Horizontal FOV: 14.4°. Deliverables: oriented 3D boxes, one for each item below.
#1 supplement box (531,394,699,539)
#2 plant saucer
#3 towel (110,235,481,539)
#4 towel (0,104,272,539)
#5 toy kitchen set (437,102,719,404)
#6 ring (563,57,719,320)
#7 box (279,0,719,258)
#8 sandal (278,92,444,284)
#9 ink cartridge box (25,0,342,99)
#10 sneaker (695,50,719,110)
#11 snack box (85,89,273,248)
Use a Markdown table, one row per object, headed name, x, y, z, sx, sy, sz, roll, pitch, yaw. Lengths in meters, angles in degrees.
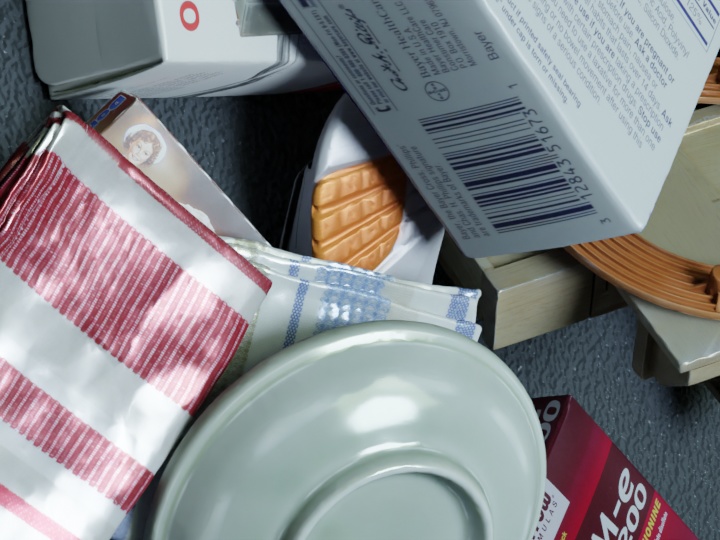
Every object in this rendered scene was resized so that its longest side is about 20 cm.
| name | x | y | z | sx | sy | sz | roll | pitch | yaw |
| --- | --- | --- | --- | --- | --- | --- | --- | --- | --- |
| supplement box | 0.124 | 0.168 | 1.472 | 0.200 | 0.061 | 0.109 | 47 | 52 | -29 |
| plant saucer | 0.003 | 0.120 | 1.277 | 0.200 | 0.050 | 0.200 | -12 | 120 | -22 |
| towel | -0.042 | 0.062 | 1.290 | 0.200 | 0.024 | 0.147 | 13 | 93 | -32 |
| towel | -0.133 | 0.049 | 1.198 | 0.144 | 0.023 | 0.200 | 42 | 75 | -34 |
| toy kitchen set | 0.156 | 0.043 | 1.464 | 0.200 | 0.163 | 0.180 | -17 | 136 | -19 |
| ring | 0.181 | -0.048 | 1.418 | 0.200 | 0.200 | 0.019 | -46 | 155 | -42 |
| box | 0.075 | -0.141 | 1.327 | 0.184 | 0.105 | 0.200 | 53 | 45 | -30 |
| sandal | -0.007 | 0.001 | 1.374 | 0.079 | 0.059 | 0.207 | -5 | 107 | -34 |
| ink cartridge box | -0.058 | -0.158 | 1.325 | 0.200 | 0.083 | 0.147 | -7 | 88 | -48 |
| sneaker | 0.207 | -0.170 | 1.586 | 0.114 | 0.075 | 0.200 | -26 | 107 | -83 |
| snack box | -0.069 | 0.012 | 1.297 | 0.072 | 0.024 | 0.200 | -44 | 118 | -6 |
